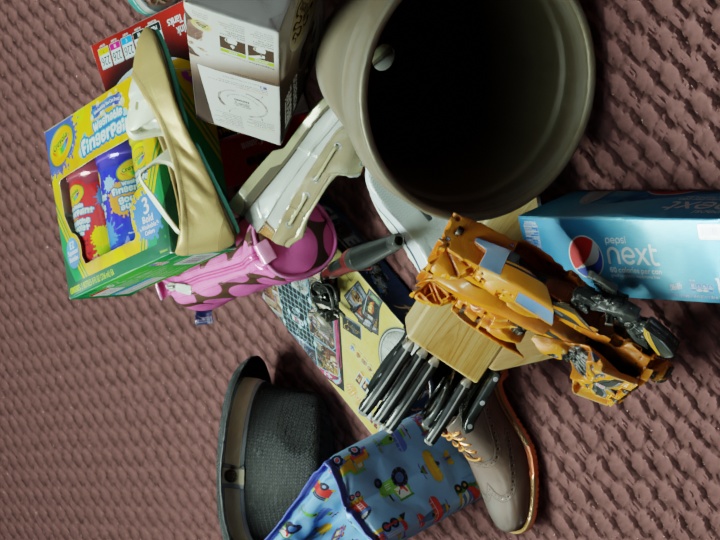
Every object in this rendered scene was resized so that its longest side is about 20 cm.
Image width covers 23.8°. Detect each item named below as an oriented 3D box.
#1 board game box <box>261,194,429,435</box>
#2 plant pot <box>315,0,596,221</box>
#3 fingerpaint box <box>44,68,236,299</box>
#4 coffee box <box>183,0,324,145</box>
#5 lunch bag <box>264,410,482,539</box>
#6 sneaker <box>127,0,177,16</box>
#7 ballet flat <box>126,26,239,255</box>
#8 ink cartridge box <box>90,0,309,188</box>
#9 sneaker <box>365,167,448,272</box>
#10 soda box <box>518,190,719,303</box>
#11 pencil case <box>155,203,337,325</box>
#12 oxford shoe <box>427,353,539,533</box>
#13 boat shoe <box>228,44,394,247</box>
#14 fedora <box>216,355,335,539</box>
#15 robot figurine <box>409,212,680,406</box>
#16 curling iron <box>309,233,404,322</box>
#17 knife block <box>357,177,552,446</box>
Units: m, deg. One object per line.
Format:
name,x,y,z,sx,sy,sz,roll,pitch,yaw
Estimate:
board game box,-0.005,0.047,1.577,0.200,0.035,0.136,50,139,22
plant pot,0.052,-0.154,1.310,0.173,0.199,0.201,30,131,60
fingerpaint box,-0.206,-0.076,1.564,0.200,0.073,0.168,-19,77,52
coffee box,-0.081,-0.198,1.353,0.080,0.113,0.200,18,159,5
lunch bag,-0.002,0.217,1.559,0.094,0.150,0.200,61,142,9
sneaker,-0.227,-0.327,1.643,0.080,0.071,0.201,-33,71,54
ballet flat,-0.164,-0.107,1.441,0.069,0.063,0.201,129,120,-81
ink cartridge box,-0.146,-0.161,1.609,0.200,0.084,0.176,-13,97,52
sneaker,0.074,-0.021,1.431,0.200,0.073,0.071,58,-177,-5
soda box,0.213,-0.020,1.253,0.200,0.068,0.064,4,112,50
pencil case,-0.108,-0.011,1.570,0.200,0.093,0.091,-21,85,55
oxford shoe,0.095,0.138,1.467,0.071,0.073,0.201,-11,98,51
boat shoe,-0.023,-0.108,1.453,0.068,0.075,0.200,42,104,-3
fedora,-0.076,0.185,1.665,0.091,0.201,0.201,2,113,12
robot figurine,0.138,0.036,1.268,0.200,0.058,0.145,30,161,3
curling iron,0.000,0.000,1.471,0.200,0.025,0.050,-38,68,63
knife block,0.070,0.033,1.369,0.064,0.175,0.201,-98,-4,-77
